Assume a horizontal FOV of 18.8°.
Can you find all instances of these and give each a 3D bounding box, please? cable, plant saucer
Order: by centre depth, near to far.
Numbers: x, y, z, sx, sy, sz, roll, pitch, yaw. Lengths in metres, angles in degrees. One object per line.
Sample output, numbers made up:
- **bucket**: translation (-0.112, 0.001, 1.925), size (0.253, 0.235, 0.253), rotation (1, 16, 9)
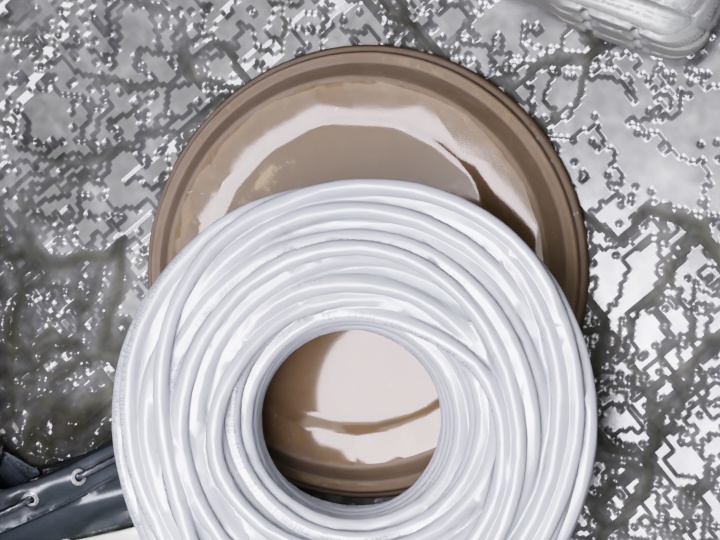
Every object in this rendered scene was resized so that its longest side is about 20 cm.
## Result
- **cable**: translation (-0.002, 0.064, 0.898), size (0.199, 0.069, 0.200), rotation (-30, 87, -1)
- **plant saucer**: translation (0.000, 0.000, 0.956), size (0.199, 0.029, 0.201), rotation (0, 89, 10)

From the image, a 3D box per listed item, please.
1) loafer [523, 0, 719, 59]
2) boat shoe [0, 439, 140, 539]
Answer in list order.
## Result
- **loafer**: translation (0.064, -0.154, 0.927), size (0.199, 0.070, 0.070), rotation (22, 87, 4)
- **boat shoe**: translation (-0.153, 0.099, 0.959), size (0.198, 0.075, 0.066), rotation (-13, 93, 8)
